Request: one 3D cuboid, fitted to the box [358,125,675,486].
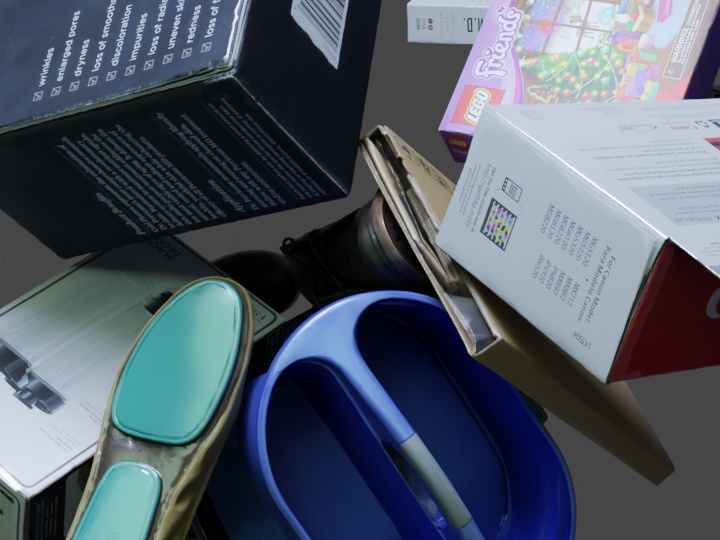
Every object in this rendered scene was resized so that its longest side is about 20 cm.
[{"bbox_3d":[0.087,0.021,1.122,0.021,0.200,0.164,-38,50,13],"label":"box"}]

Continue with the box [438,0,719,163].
[{"bbox_3d":[0.144,-0.144,1.199,0.136,0.039,0.201,11,66,26],"label":"box"}]

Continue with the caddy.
[{"bbox_3d":[0.025,0.105,1.079,0.141,0.201,0.105,-37,11,-14],"label":"caddy"}]

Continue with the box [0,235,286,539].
[{"bbox_3d":[-0.151,0.063,1.147,0.116,0.060,0.200,34,47,24],"label":"box"}]

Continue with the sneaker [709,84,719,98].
[{"bbox_3d":[0.179,-0.091,1.249,0.198,0.089,0.074,-1,52,15],"label":"sneaker"}]

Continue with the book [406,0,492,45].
[{"bbox_3d":[0.145,-0.167,1.300,0.199,0.048,0.134,5,19,23],"label":"book"}]

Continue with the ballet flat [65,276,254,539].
[{"bbox_3d":[-0.106,0.100,1.074,0.068,0.063,0.201,18,73,20],"label":"ballet flat"}]

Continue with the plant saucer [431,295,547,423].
[{"bbox_3d":[0.039,0.039,1.239,0.070,0.019,0.200,-28,51,-4],"label":"plant saucer"}]

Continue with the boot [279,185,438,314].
[{"bbox_3d":[0.000,0.000,1.173,0.096,0.200,0.075,-28,88,8],"label":"boot"}]

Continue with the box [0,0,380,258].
[{"bbox_3d":[-0.102,-0.134,1.125,0.195,0.124,0.201,-10,55,29],"label":"box"}]

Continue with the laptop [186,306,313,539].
[{"bbox_3d":[-0.088,0.102,1.170,0.116,0.199,0.188,-53,45,24],"label":"laptop"}]

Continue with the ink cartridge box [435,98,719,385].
[{"bbox_3d":[0.171,-0.009,1.024,0.199,0.084,0.175,-5,34,-41],"label":"ink cartridge box"}]

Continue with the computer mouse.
[{"bbox_3d":[-0.130,0.012,1.294,0.198,0.034,0.059,-7,32,15],"label":"computer mouse"}]
